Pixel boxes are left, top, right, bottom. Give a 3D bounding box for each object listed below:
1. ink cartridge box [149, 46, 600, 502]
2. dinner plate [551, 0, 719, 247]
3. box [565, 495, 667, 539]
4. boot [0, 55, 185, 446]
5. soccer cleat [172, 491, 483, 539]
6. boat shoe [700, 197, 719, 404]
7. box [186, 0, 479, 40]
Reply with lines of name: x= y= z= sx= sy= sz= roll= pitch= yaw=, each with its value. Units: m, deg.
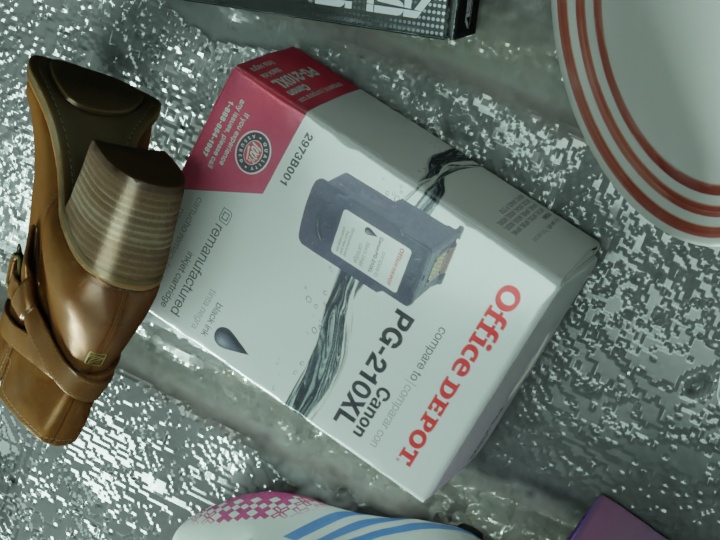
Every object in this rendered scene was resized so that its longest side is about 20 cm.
ink cartridge box: x=0.000 y=0.000 z=0.899 sx=0.200 sy=0.084 sz=0.145 roll=34 pitch=113 yaw=10
dinner plate: x=0.152 y=-0.110 z=0.794 sx=0.200 sy=0.024 sz=0.201 roll=42 pitch=139 yaw=51
box: x=0.088 y=0.242 z=0.875 sx=0.097 sy=0.176 sz=0.200 roll=37 pitch=113 yaw=8
boot: x=-0.152 y=-0.016 z=0.910 sx=0.200 sy=0.077 sz=0.155 roll=50 pitch=123 yaw=50
soccer cleat: x=-0.025 y=0.165 z=0.948 sx=0.200 sy=0.086 sz=0.070 roll=-1 pitch=103 yaw=21
boat shoe: x=0.197 y=-0.023 z=0.819 sx=0.069 sy=0.071 sz=0.200 roll=-1 pitch=104 yaw=2
box: x=-0.029 y=-0.226 z=0.876 sx=0.200 sy=0.048 sz=0.194 roll=12 pitch=105 yaw=18
